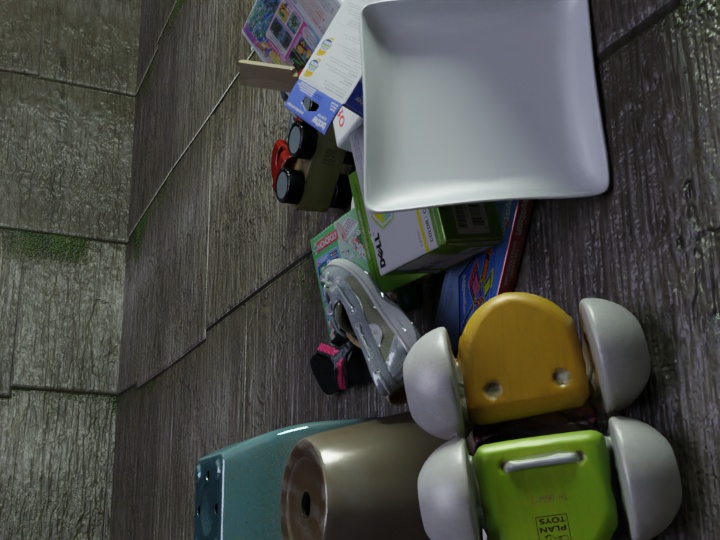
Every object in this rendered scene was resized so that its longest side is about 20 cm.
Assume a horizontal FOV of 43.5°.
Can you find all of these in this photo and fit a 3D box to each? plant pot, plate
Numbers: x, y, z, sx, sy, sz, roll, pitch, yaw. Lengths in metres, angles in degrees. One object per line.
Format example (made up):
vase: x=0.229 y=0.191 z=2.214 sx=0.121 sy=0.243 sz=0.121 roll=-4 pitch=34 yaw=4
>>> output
plant pot: x=-0.080 y=0.270 z=1.017 sx=0.196 sy=0.198 sz=0.199 roll=149 pitch=123 yaw=-60
plant pot: x=0.025 y=0.213 z=0.824 sx=0.200 sy=0.172 sz=0.202 roll=-173 pitch=90 yaw=-67
plate: x=0.100 y=-0.144 z=0.764 sx=0.032 sy=0.197 sz=0.202 roll=59 pitch=-153 yaw=-70

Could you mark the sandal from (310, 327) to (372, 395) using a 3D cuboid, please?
sandal: x=-0.029 y=0.116 z=1.102 sx=0.076 sy=0.045 sz=0.200 roll=63 pitch=151 yaw=11

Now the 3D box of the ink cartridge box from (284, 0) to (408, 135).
ink cartridge box: x=0.008 y=-0.223 z=0.867 sx=0.201 sy=0.042 sz=0.119 roll=-56 pitch=34 yaw=5

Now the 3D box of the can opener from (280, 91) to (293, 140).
can opener: x=-0.098 y=-0.224 z=1.357 sx=0.053 sy=0.066 sz=0.202 roll=-148 pitch=61 yaw=-62

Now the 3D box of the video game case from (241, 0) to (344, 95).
video game case: x=-0.073 y=-0.323 z=1.239 sx=0.201 sy=0.024 sz=0.182 roll=54 pitch=138 yaw=14

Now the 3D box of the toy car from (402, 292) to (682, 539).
toy car: x=0.129 y=0.125 z=0.664 sx=0.150 sy=0.173 sz=0.202 roll=67 pitch=-165 yaw=-63

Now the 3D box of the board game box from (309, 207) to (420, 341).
board game box: x=0.000 y=0.000 z=1.078 sx=0.200 sy=0.029 sz=0.136 roll=-30 pitch=69 yaw=61

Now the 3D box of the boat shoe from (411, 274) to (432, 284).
boat shoe: x=0.081 y=-0.084 z=0.930 sx=0.073 sy=0.063 sz=0.203 roll=22 pitch=111 yaw=51

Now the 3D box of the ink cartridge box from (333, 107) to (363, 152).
ink cartridge box: x=0.046 y=-0.235 z=0.967 sx=0.200 sy=0.083 sz=0.147 roll=-45 pitch=45 yaw=44

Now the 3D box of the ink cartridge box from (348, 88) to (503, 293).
ink cartridge box: x=0.031 y=-0.064 z=0.880 sx=0.199 sy=0.075 sz=0.149 roll=-28 pitch=71 yaw=50

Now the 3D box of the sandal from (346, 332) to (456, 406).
sandal: x=0.043 y=0.110 z=0.933 sx=0.211 sy=0.077 sz=0.070 roll=22 pitch=111 yaw=59

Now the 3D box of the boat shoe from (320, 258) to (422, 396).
boat shoe: x=0.002 y=0.052 z=0.892 sx=0.202 sy=0.065 sz=0.075 roll=45 pitch=167 yaw=51

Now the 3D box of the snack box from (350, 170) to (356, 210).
snack box: x=0.022 y=-0.146 z=1.100 sx=0.072 sy=0.024 sz=0.202 roll=12 pitch=96 yaw=63

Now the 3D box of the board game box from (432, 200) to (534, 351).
board game box: x=0.118 y=-0.019 z=0.858 sx=0.103 sy=0.019 sz=0.202 roll=-143 pitch=63 yaw=-64

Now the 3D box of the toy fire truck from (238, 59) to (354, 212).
toy fire truck: x=-0.088 y=-0.198 z=1.218 sx=0.200 sy=0.127 sz=0.177 roll=55 pitch=134 yaw=50
